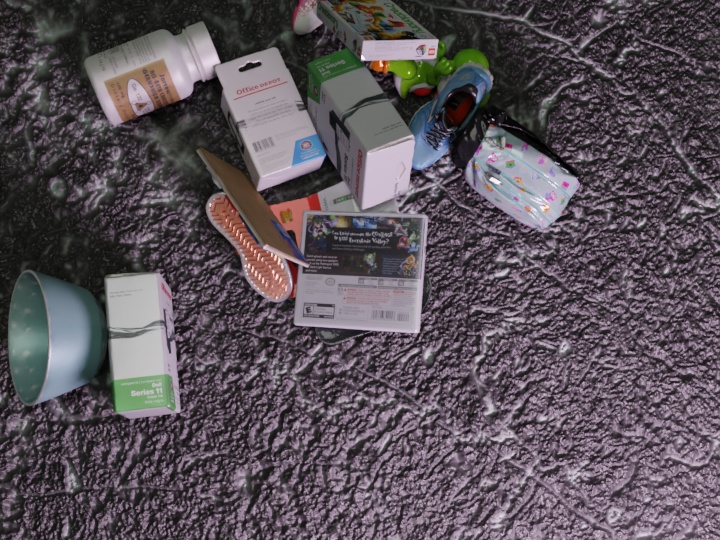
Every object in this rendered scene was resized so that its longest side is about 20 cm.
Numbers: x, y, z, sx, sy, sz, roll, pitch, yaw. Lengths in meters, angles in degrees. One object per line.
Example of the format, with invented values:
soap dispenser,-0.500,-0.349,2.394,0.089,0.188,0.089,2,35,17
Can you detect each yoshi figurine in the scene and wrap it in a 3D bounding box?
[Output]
yoshi figurine,0.124,-0.335,1.670,0.199,0.112,0.113,23,73,1

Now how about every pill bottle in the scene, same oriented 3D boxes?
pill bottle,-0.327,-0.320,1.656,0.199,0.114,0.115,-23,80,-5

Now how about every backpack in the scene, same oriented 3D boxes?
backpack,0.241,-0.158,1.620,0.200,0.167,0.127,35,98,1

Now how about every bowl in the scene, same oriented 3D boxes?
bowl,-0.449,0.099,1.548,0.105,0.201,0.202,0,76,-35

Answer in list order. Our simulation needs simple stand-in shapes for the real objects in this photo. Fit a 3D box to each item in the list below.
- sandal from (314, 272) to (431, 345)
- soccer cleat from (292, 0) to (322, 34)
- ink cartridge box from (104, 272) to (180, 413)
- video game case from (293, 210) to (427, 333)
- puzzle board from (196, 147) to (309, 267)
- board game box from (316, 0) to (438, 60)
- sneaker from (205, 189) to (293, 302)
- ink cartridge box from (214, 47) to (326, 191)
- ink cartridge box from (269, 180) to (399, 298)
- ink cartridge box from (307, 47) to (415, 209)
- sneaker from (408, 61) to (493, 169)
sandal,0.024,0.061,1.616,0.200,0.048,0.076,-26,79,-5
soccer cleat,-0.032,-0.462,1.707,0.086,0.070,0.200,33,79,15
ink cartridge box,-0.324,0.113,1.545,0.083,0.147,0.201,-6,80,-5
video game case,0.000,0.000,1.600,0.199,0.023,0.183,3,83,15
puzzle board,-0.164,-0.092,1.576,0.017,0.151,0.200,-40,67,10
board game box,0.023,-0.381,1.622,0.126,0.035,0.200,-6,34,-22
sneaker,-0.167,-0.045,1.628,0.071,0.080,0.200,-30,102,10
ink cartridge box,-0.149,-0.244,1.658,0.116,0.068,0.201,-21,80,-15
ink cartridge box,-0.033,-0.057,1.641,0.199,0.050,0.161,-13,79,-5
ink cartridge box,-0.003,-0.217,1.591,0.083,0.147,0.200,-23,61,-17
sneaker,0.126,-0.234,1.616,0.078,0.090,0.200,33,124,-3
